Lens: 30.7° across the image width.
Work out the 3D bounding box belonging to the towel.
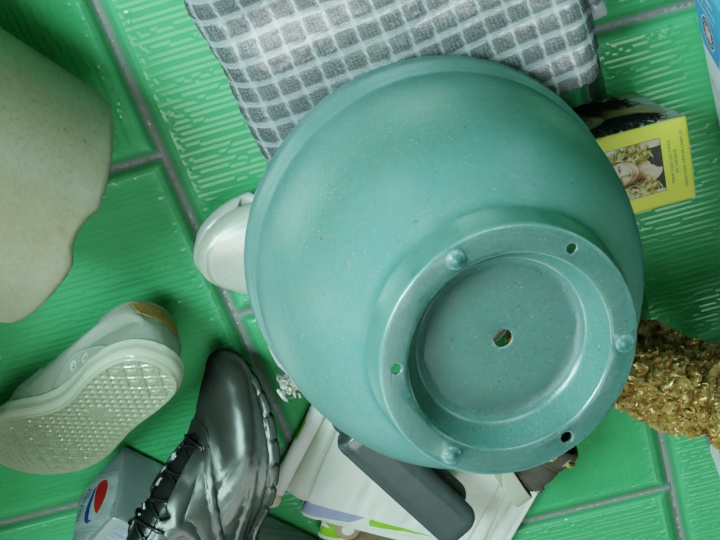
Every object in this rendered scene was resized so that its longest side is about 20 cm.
[{"bbox_3d":[0.017,-0.142,0.661,0.198,0.086,0.166,-19,126,10],"label":"towel"}]

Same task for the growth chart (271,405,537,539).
[{"bbox_3d":[0.031,0.158,0.928,0.198,0.018,0.145,22,123,-18],"label":"growth chart"}]

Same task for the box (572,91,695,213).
[{"bbox_3d":[0.075,-0.045,0.716,0.198,0.075,0.051,-16,110,-7],"label":"box"}]

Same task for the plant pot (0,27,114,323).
[{"bbox_3d":[-0.233,-0.064,0.654,0.182,0.202,0.201,25,122,-33],"label":"plant pot"}]

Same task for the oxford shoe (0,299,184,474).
[{"bbox_3d":[-0.177,0.078,0.835,0.075,0.058,0.199,30,135,-30],"label":"oxford shoe"}]

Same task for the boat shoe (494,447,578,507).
[{"bbox_3d":[0.094,0.089,0.811,0.059,0.072,0.200,-31,148,1],"label":"boat shoe"}]

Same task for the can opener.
[{"bbox_3d":[0.011,0.097,0.843,0.066,0.053,0.200,-36,115,10],"label":"can opener"}]

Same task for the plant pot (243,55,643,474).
[{"bbox_3d":[0.051,0.012,0.619,0.198,0.134,0.203,-4,111,-11],"label":"plant pot"}]

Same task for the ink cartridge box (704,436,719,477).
[{"bbox_3d":[0.337,0.107,0.828,0.199,0.148,0.145,-31,123,18],"label":"ink cartridge box"}]

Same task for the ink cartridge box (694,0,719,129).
[{"bbox_3d":[0.275,-0.070,0.692,0.144,0.147,0.201,-17,127,8],"label":"ink cartridge box"}]

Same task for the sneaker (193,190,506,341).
[{"bbox_3d":[0.000,0.000,0.770,0.197,0.081,0.076,5,128,-5],"label":"sneaker"}]

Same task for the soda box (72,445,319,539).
[{"bbox_3d":[-0.102,0.204,0.922,0.199,0.069,0.063,31,120,-23],"label":"soda box"}]

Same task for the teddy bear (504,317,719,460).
[{"bbox_3d":[0.177,0.070,0.775,0.198,0.145,0.067,21,83,13],"label":"teddy bear"}]

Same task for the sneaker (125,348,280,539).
[{"bbox_3d":[-0.103,0.150,0.831,0.090,0.076,0.203,4,91,-21],"label":"sneaker"}]
